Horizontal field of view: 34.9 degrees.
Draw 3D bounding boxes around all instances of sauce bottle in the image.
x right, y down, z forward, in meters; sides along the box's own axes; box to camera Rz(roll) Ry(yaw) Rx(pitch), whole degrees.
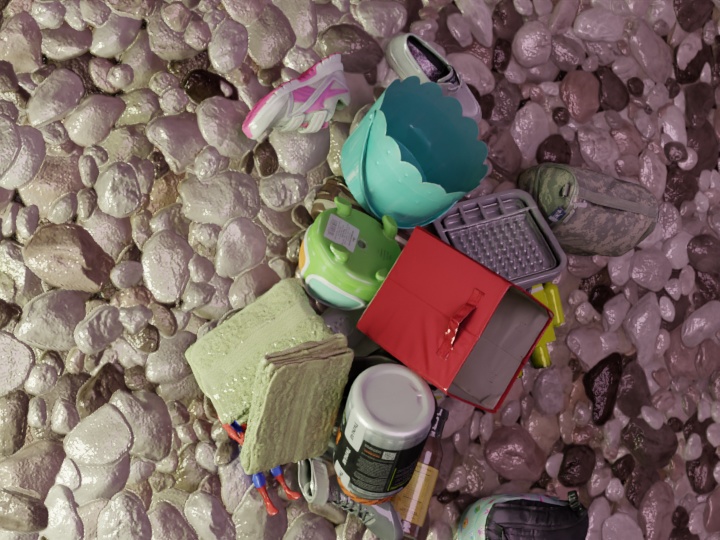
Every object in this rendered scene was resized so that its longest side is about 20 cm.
[{"bbox_3d":[0.090,0.307,1.761,0.064,0.064,0.203,26,73,-23],"label":"sauce bottle"}]

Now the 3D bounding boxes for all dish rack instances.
[{"bbox_3d":[0.216,-0.036,1.794,0.169,0.201,0.044,-14,135,-9],"label":"dish rack"}]

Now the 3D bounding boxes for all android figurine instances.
[{"bbox_3d":[0.254,0.071,1.878,0.180,0.041,0.204,-15,94,-27],"label":"android figurine"}]

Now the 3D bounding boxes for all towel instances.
[{"bbox_3d":[-0.140,0.112,1.608,0.199,0.037,0.149,-35,61,-6],"label":"towel"},{"bbox_3d":[-0.089,0.183,1.559,0.146,0.036,0.203,-9,125,-34],"label":"towel"}]

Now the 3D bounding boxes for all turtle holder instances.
[{"bbox_3d":[-0.005,-0.009,1.677,0.183,0.132,0.143,6,52,-33],"label":"turtle holder"}]

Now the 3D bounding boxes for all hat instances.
[{"bbox_3d":[0.030,0.167,1.667,0.200,0.200,0.082,37,45,-19],"label":"hat"}]

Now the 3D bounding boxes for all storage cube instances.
[{"bbox_3d":[0.134,0.069,1.606,0.173,0.179,0.199,-58,146,2],"label":"storage cube"}]

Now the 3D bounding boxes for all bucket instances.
[{"bbox_3d":[0.077,-0.170,1.720,0.205,0.135,0.210,21,52,-28],"label":"bucket"}]

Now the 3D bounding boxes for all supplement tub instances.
[{"bbox_3d":[0.028,0.233,1.583,0.120,0.202,0.124,7,48,-8],"label":"supplement tub"}]

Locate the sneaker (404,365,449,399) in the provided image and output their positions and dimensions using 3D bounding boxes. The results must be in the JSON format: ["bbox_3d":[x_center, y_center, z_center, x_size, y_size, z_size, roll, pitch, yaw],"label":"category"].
[{"bbox_3d":[0.087,0.161,1.777,0.197,0.078,0.081,-7,55,-21],"label":"sneaker"}]

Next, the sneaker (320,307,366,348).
[{"bbox_3d":[-0.050,0.102,1.693,0.198,0.087,0.076,-27,96,-27],"label":"sneaker"}]

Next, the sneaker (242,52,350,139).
[{"bbox_3d":[-0.086,-0.243,1.707,0.199,0.081,0.089,-36,100,-24],"label":"sneaker"}]

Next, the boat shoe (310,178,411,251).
[{"bbox_3d":[0.024,-0.078,1.755,0.200,0.074,0.076,28,68,-22],"label":"boat shoe"}]

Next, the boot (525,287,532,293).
[{"bbox_3d":[0.168,0.036,1.811,0.196,0.069,0.192,11,76,3],"label":"boot"}]

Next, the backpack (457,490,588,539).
[{"bbox_3d":[0.253,0.427,1.800,0.197,0.126,0.170,14,68,-24],"label":"backpack"}]

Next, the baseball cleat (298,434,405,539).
[{"bbox_3d":[-0.024,0.334,1.677,0.201,0.070,0.106,49,45,7],"label":"baseball cleat"}]

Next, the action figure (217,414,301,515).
[{"bbox_3d":[-0.142,0.248,1.631,0.065,0.099,0.202,-30,97,-26],"label":"action figure"}]

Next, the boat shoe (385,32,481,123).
[{"bbox_3d":[0.128,-0.305,1.828,0.200,0.068,0.072,47,68,-16],"label":"boat shoe"}]

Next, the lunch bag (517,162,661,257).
[{"bbox_3d":[0.370,-0.102,1.879,0.197,0.167,0.142,11,81,-25],"label":"lunch bag"}]
